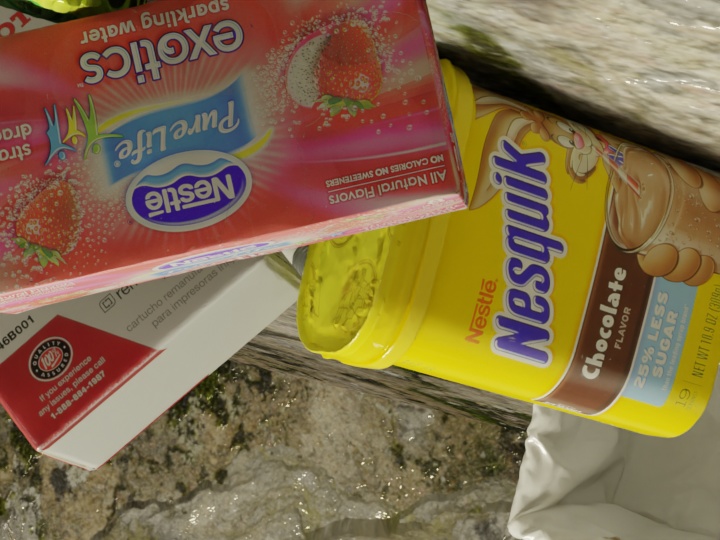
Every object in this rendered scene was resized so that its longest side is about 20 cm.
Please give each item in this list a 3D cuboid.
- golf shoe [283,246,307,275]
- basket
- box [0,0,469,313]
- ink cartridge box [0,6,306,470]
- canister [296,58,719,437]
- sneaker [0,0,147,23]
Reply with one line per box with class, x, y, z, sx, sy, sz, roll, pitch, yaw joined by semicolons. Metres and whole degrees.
golf shoe;0.000;0.000;1.590;0.094;0.078;0.200;31;-179;33
basket;0.236;0.116;1.461;0.198;0.200;0.161;12;178;27
box;-0.064;-0.052;0.822;0.200;0.103;0.095;-12;178;5
ink cartridge box;-0.147;-0.026;1.022;0.200;0.144;0.084;50;-178;18
canister;0.084;-0.007;1.021;0.200;0.149;0.087;16;173;-27
sneaker;-0.134;-0.133;0.797;0.083;0.074;0.200;10;172;8
